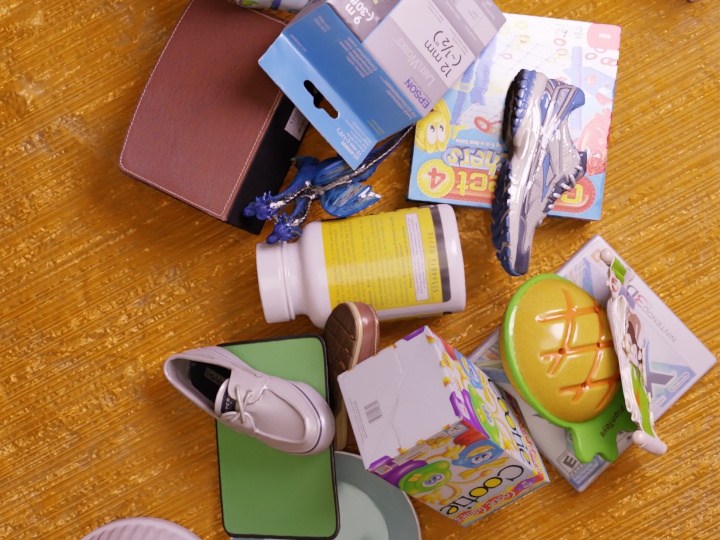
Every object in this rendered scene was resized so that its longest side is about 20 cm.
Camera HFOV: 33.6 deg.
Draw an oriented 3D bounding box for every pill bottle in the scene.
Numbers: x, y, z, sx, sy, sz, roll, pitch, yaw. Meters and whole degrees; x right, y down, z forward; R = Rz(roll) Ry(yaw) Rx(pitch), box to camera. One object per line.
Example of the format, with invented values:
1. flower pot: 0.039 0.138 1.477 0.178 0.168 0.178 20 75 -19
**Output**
1. pill bottle: 0.000 0.000 1.191 0.199 0.111 0.112 -8 91 0

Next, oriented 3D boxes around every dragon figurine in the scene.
1. dragon figurine: -0.017 -0.090 1.165 0.199 0.100 0.059 -23 117 6

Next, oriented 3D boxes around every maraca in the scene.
1. maraca: 0.209 0.096 1.174 0.137 0.107 0.200 -44 107 -30

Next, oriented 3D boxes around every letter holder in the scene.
1. letter holder: -0.135 -0.159 1.194 0.142 0.101 0.201 25 91 16

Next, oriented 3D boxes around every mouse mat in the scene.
1. mouse mat: -0.088 0.167 1.191 0.160 0.008 0.201 -8 83 39

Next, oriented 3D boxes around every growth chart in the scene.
1. growth chart: 0.266 0.083 1.160 0.018 0.145 0.201 -11 82 21

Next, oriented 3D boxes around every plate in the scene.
1. plate: -0.035 0.284 1.240 0.199 0.026 0.201 0 91 1

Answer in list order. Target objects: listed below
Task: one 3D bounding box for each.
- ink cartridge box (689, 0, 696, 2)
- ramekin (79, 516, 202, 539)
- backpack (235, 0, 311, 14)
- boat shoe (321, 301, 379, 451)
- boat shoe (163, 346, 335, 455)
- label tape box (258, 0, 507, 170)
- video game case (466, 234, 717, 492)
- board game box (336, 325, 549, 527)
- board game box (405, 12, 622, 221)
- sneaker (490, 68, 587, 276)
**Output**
1. ink cartridge box: 0.352 -0.396 1.165 0.145 0.145 0.200 38 90 0
2. ramekin: -0.229 0.358 1.202 0.199 0.105 0.201 0 91 0
3. backpack: -0.072 -0.341 1.109 0.153 0.163 0.201 -5 121 -9
4. boat shoe: -0.001 0.101 1.175 0.067 0.201 0.072 -9 48 -16
5. boat shoe: -0.113 0.125 1.166 0.200 0.066 0.072 29 106 35
6. label tape box: 0.023 -0.214 1.106 0.143 0.066 0.200 47 70 -22
7. video game case: 0.236 0.096 1.236 0.200 0.022 0.182 -44 90 1
8. board game box: 0.082 0.153 1.131 0.103 0.200 0.105 -31 53 16
9. board game box: 0.154 -0.158 1.215 0.199 0.056 0.197 6 91 0
10. sneaker: 0.178 -0.091 1.152 0.085 0.077 0.201 8 92 -4
